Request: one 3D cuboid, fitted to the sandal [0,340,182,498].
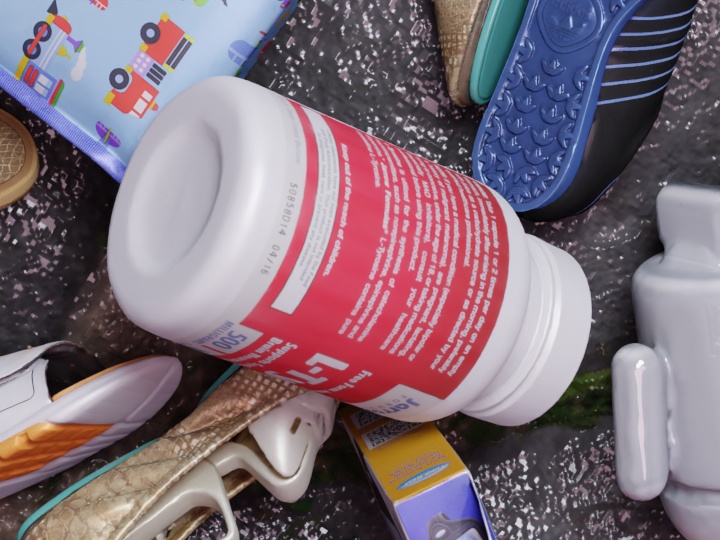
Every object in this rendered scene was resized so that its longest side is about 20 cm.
[{"bbox_3d":[-0.181,0.076,1.110,0.206,0.079,0.060,-30,75,11],"label":"sandal"}]

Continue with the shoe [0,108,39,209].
[{"bbox_3d":[-0.246,-0.041,1.097,0.198,0.053,0.070,-4,69,-10],"label":"shoe"}]

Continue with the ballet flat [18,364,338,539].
[{"bbox_3d":[-0.064,0.094,1.108,0.200,0.071,0.065,-39,63,-9],"label":"ballet flat"}]

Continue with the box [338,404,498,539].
[{"bbox_3d":[0.040,0.129,1.081,0.041,0.200,0.120,-24,102,-2],"label":"box"}]

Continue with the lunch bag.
[{"bbox_3d":[-0.127,-0.155,1.074,0.200,0.094,0.151,38,97,-2],"label":"lunch bag"}]

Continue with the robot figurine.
[{"bbox_3d":[0.189,0.054,1.128,0.168,0.113,0.202,-14,102,-20],"label":"robot figurine"}]

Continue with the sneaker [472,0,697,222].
[{"bbox_3d":[0.117,-0.115,1.107,0.070,0.078,0.201,32,100,23],"label":"sneaker"}]

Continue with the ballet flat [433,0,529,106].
[{"bbox_3d":[0.066,-0.176,1.106,0.065,0.070,0.201,24,95,16],"label":"ballet flat"}]

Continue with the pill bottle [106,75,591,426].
[{"bbox_3d":[0.000,0.000,1.041,0.199,0.112,0.113,21,98,-33],"label":"pill bottle"}]
